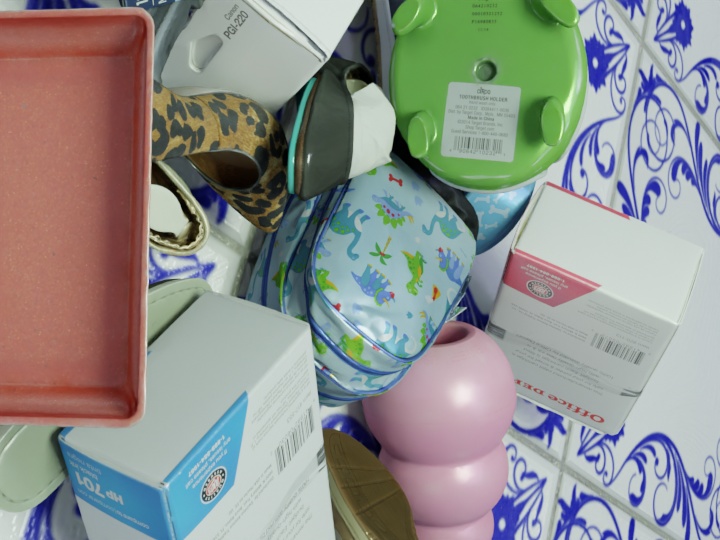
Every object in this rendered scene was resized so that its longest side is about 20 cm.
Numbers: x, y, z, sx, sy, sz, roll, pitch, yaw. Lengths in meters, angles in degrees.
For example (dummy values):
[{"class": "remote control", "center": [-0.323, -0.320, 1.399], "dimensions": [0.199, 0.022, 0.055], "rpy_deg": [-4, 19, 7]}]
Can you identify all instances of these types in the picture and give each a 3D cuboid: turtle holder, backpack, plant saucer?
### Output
[{"class": "turtle holder", "center": [0.086, -0.146, 0.839], "dimensions": [0.132, 0.139, 0.188], "rpy_deg": [22, 45, -77]}, {"class": "backpack", "center": [0.000, 0.000, 0.862], "dimensions": [0.163, 0.153, 0.201], "rpy_deg": [45, 68, -21]}, {"class": "plant saucer", "center": [-0.195, -0.026, 0.598], "dimensions": [0.037, 0.196, 0.203], "rpy_deg": [18, 72, -81]}]

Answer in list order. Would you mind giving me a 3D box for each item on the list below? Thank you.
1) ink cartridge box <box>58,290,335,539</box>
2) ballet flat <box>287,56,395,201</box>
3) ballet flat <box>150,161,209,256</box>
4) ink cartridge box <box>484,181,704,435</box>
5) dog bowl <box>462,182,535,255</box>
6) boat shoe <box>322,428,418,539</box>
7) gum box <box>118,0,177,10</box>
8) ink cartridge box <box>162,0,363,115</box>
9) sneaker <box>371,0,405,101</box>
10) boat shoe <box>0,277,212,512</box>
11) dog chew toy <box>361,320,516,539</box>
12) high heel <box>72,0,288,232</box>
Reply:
[{"class": "ink cartridge box", "center": [-0.090, 0.141, 0.731], "dimensions": [0.147, 0.085, 0.202], "rpy_deg": [-47, 145, -42]}, {"class": "ballet flat", "center": [-0.012, -0.103, 0.786], "dimensions": [0.201, 0.067, 0.069], "rpy_deg": [-91, -174, -62]}, {"class": "ballet flat", "center": [-0.159, -0.074, 0.709], "dimensions": [0.068, 0.062, 0.200], "rpy_deg": [-53, 133, -2]}, {"class": "ink cartridge box", "center": [0.187, 0.038, 1.012], "dimensions": [0.201, 0.145, 0.083], "rpy_deg": [98, 18, -57]}, {"class": "dog bowl", "center": [0.103, -0.113, 1.015], "dimensions": [0.049, 0.111, 0.203], "rpy_deg": [30, 65, -30]}, {"class": "boat shoe", "center": [0.007, 0.208, 0.865], "dimensions": [0.071, 0.065, 0.201], "rpy_deg": [9, 42, -48]}, {"class": "gum box", "center": [-0.074, -0.248, 0.699], "dimensions": [0.197, 0.171, 0.045], "rpy_deg": [-20, 151, -15]}, {"class": "ink cartridge box", "center": [-0.042, -0.200, 0.791], "dimensions": [0.084, 0.145, 0.201], "rpy_deg": [37, 58, -13]}, {"class": "sneaker", "center": [0.068, -0.187, 0.952], "dimensions": [0.070, 0.107, 0.204], "rpy_deg": [9, 77, -70]}, {"class": "boat shoe", "center": [-0.165, 0.061, 0.707], "dimensions": [0.201, 0.060, 0.073], "rpy_deg": [-42, 131, -45]}, {"class": "dog chew toy", "center": [0.065, 0.146, 0.950], "dimensions": [0.124, 0.123, 0.204], "rpy_deg": [-22, 114, -49]}, {"class": "high heel", "center": [-0.106, -0.058, 0.709], "dimensions": [0.201, 0.070, 0.144], "rpy_deg": [66, 35, -43]}]
